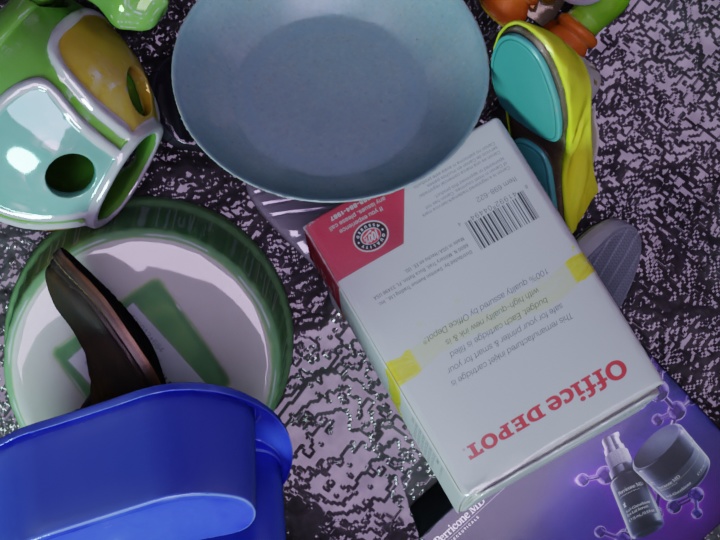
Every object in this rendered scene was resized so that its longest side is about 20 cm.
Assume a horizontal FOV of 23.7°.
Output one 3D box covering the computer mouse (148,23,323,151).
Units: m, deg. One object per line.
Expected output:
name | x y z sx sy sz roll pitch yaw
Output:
computer mouse | -0.036 -0.098 1.144 0.199 0.046 0.141 -19 87 -10

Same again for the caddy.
caddy | -0.133 0.138 0.992 0.199 0.105 0.142 -17 136 3

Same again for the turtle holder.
turtle holder | -0.188 -0.111 1.082 0.131 0.141 0.186 34 87 6

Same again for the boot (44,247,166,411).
boot | -0.158 0.089 1.054 0.097 0.075 0.201 -33 102 -1

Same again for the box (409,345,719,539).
box | 0.154 0.155 1.186 0.200 0.079 0.141 -44 97 4

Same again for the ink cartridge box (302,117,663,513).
ink cartridge box | 0.074 0.031 1.079 0.145 0.083 0.201 -28 77 -7

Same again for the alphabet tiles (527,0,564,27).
alphabet tiles | 0.117 -0.269 1.150 0.199 0.006 0.167 32 95 -8

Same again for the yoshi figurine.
yoshi figurine | 0.166 -0.237 1.123 0.200 0.112 0.112 -51 58 19

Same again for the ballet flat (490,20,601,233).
ballet flat | 0.127 -0.100 1.108 0.067 0.200 0.067 -40 56 -21

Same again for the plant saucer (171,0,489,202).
plant saucer | -0.019 -0.119 1.085 0.200 0.039 0.202 0 61 -1

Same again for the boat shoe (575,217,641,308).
boat shoe | 0.111 0.037 1.164 0.200 0.067 0.074 -49 136 -18

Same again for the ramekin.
ramekin | -0.142 0.055 1.137 0.199 0.098 0.201 -1 99 -4

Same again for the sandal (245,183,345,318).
sandal | 0.006 -0.006 1.164 0.079 0.059 0.207 -42 79 -13
